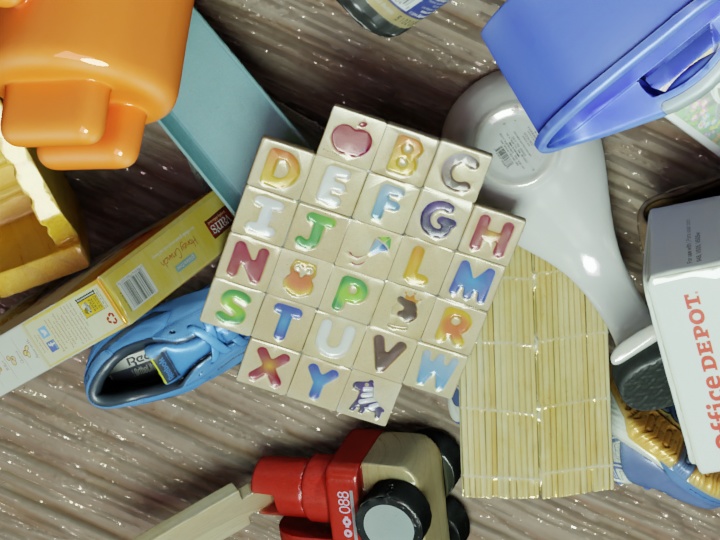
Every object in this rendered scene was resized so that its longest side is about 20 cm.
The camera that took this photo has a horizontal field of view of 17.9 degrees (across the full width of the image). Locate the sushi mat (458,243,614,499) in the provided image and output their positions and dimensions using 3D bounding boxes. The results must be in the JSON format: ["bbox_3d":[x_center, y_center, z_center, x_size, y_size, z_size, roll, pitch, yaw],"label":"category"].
[{"bbox_3d":[0.108,0.042,1.428,0.095,0.012,0.201,-1,86,-2],"label":"sushi mat"}]

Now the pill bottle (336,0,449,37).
[{"bbox_3d":[0.065,-0.231,1.313,0.200,0.112,0.112,-32,106,21],"label":"pill bottle"}]

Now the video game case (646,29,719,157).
[{"bbox_3d":[0.285,-0.107,1.388,0.200,0.018,0.143,35,114,-8],"label":"video game case"}]

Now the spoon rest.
[{"bbox_3d":[0.123,-0.033,1.402,0.099,0.061,0.200,-32,76,8],"label":"spoon rest"}]

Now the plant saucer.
[{"bbox_3d":[-0.089,-0.102,1.406,0.070,0.019,0.200,-46,74,24],"label":"plant saucer"}]

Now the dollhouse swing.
[{"bbox_3d":[-0.293,-0.072,1.420,0.175,0.182,0.200,-26,110,-1],"label":"dollhouse swing"}]

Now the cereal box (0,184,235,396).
[{"bbox_3d":[-0.178,0.025,1.423,0.200,0.144,0.040,-27,100,37],"label":"cereal box"}]

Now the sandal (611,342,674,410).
[{"bbox_3d":[0.248,0.026,1.416,0.200,0.048,0.075,-20,143,4],"label":"sandal"}]

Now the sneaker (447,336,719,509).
[{"bbox_3d":[0.151,0.104,1.483,0.200,0.075,0.088,32,123,4],"label":"sneaker"}]

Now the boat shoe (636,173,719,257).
[{"bbox_3d":[0.262,-0.038,1.361,0.202,0.075,0.075,-18,137,16],"label":"boat shoe"}]

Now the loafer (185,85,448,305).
[{"bbox_3d":[-0.025,-0.049,1.437,0.200,0.070,0.075,37,114,10],"label":"loafer"}]

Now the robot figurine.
[{"bbox_3d":[-0.153,-0.161,1.320,0.143,0.201,0.117,15,162,-23],"label":"robot figurine"}]

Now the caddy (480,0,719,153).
[{"bbox_3d":[0.169,-0.144,1.309,0.200,0.141,0.105,-39,80,26],"label":"caddy"}]

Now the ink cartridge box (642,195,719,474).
[{"bbox_3d":[0.274,0.024,1.316,0.199,0.083,0.147,-11,120,13],"label":"ink cartridge box"}]

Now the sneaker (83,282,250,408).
[{"bbox_3d":[-0.091,0.040,1.483,0.200,0.078,0.066,-24,107,17],"label":"sneaker"}]

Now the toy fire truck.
[{"bbox_3d":[-0.038,0.200,1.533,0.199,0.129,0.177,3,116,20],"label":"toy fire truck"}]

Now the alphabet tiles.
[{"bbox_3d":[0.000,0.000,1.383,0.166,0.006,0.201,18,118,-6],"label":"alphabet tiles"}]
